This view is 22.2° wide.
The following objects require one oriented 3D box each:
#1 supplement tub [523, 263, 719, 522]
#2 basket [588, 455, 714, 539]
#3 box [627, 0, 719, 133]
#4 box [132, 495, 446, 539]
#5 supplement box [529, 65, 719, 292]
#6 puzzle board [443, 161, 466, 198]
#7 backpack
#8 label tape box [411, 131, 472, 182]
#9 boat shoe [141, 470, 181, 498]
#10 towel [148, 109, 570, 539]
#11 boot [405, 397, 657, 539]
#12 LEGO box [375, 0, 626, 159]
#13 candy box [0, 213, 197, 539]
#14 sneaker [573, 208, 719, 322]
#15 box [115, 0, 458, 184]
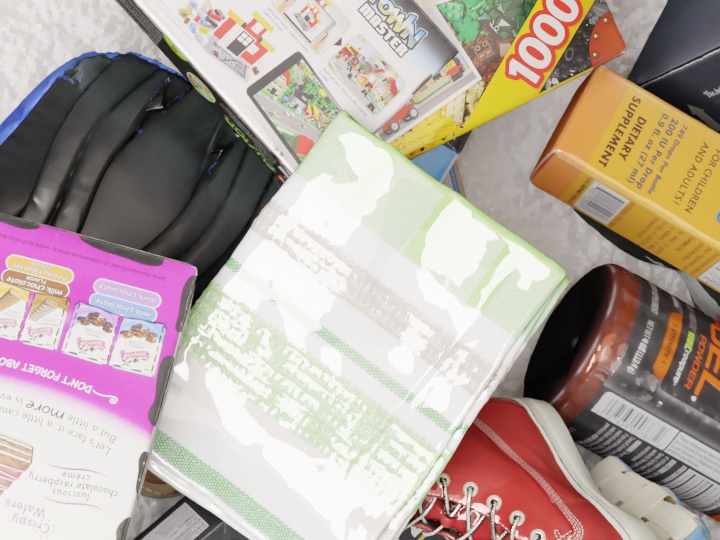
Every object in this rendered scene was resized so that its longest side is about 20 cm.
[{"bbox_3d":[0.204,0.085,1.098,0.199,0.107,0.107,29,80,-11],"label":"supplement tub"},{"bbox_3d":[0.146,0.227,1.065,0.176,0.139,0.201,-36,131,-15],"label":"basket"},{"bbox_3d":[0.293,-0.117,1.088,0.199,0.197,0.118,31,78,-10],"label":"box"},{"bbox_3d":[-0.016,0.155,1.036,0.200,0.049,0.162,-40,124,-14],"label":"box"},{"bbox_3d":[0.202,-0.036,1.060,0.199,0.069,0.067,30,73,-2],"label":"supplement box"},{"bbox_3d":[-0.028,-0.104,1.098,0.150,0.017,0.201,-15,90,-16],"label":"puzzle board"},{"bbox_3d":[-0.150,-0.015,0.979,0.162,0.168,0.200,37,81,-14],"label":"backpack"},{"bbox_3d":[0.017,-0.152,1.074,0.143,0.066,0.201,29,83,-11],"label":"label tape box"},{"bbox_3d":[-0.050,0.064,1.050,0.200,0.072,0.076,-39,96,-14],"label":"boat shoe"},{"bbox_3d":[-0.010,0.043,0.896,0.149,0.031,0.201,35,90,-2],"label":"towel"},{"bbox_3d":[0.066,0.137,0.934,0.144,0.200,0.073,4,122,-31],"label":"boot"},{"bbox_3d":[0.020,-0.140,1.001,0.199,0.077,0.150,-27,94,-13],"label":"LEGO box"},{"bbox_3d":[-0.164,0.081,0.835,0.136,0.061,0.201,15,70,-3],"label":"candy box"},{"bbox_3d":[0.232,-0.021,1.127,0.200,0.080,0.087,39,76,-10],"label":"sneaker"},{"bbox_3d":[-0.057,-0.146,0.925,0.110,0.035,0.200,-43,97,-11],"label":"box"}]
